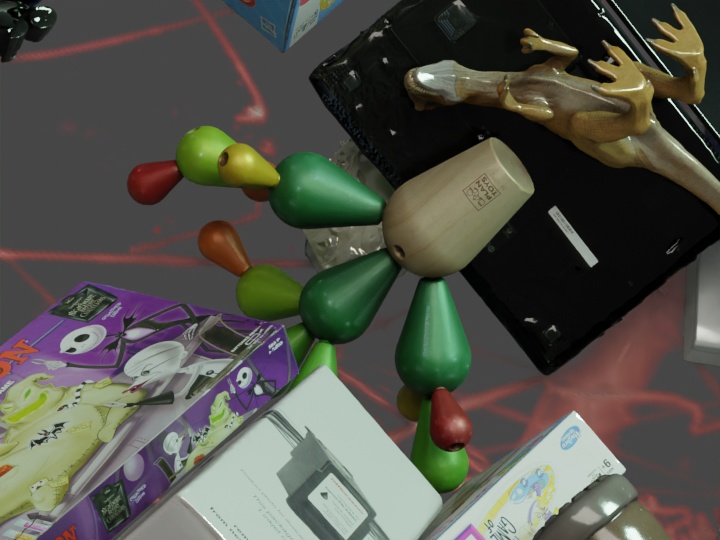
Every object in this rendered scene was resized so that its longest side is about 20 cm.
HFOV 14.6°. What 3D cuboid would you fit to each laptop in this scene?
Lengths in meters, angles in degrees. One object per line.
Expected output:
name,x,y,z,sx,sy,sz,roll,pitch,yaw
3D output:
laptop,0.105,-0.085,1.315,0.200,0.103,0.177,-39,95,2

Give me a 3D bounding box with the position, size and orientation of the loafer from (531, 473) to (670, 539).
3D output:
loafer,0.074,0.172,1.131,0.071,0.200,0.073,41,42,18

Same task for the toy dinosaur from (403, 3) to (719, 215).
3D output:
toy dinosaur,0.120,-0.062,1.241,0.200,0.106,0.061,28,58,-2

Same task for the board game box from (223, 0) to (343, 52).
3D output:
board game box,-0.041,-0.240,1.406,0.196,0.056,0.200,42,64,12

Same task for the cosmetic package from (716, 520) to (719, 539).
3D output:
cosmetic package,0.206,0.145,1.238,0.101,0.071,0.201,16,62,0

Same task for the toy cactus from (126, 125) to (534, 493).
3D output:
toy cactus,0.000,0.000,1.242,0.165,0.102,0.200,-38,80,19

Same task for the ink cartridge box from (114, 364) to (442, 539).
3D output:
ink cartridge box,-0.063,0.131,1.101,0.145,0.200,0.083,-42,89,18

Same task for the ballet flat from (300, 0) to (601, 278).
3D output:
ballet flat,0.045,-0.072,1.329,0.072,0.072,0.200,40,64,12

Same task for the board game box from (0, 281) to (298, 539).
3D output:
board game box,-0.131,0.074,1.098,0.120,0.032,0.200,6,36,42

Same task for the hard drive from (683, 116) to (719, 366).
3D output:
hard drive,0.257,-0.004,1.350,0.199,0.027,0.132,9,62,-5

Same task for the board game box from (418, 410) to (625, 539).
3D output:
board game box,0.010,0.148,1.167,0.200,0.134,0.034,-41,88,-24

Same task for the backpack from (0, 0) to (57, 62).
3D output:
backpack,-0.233,-0.209,1.290,0.190,0.200,0.155,2,57,-1
